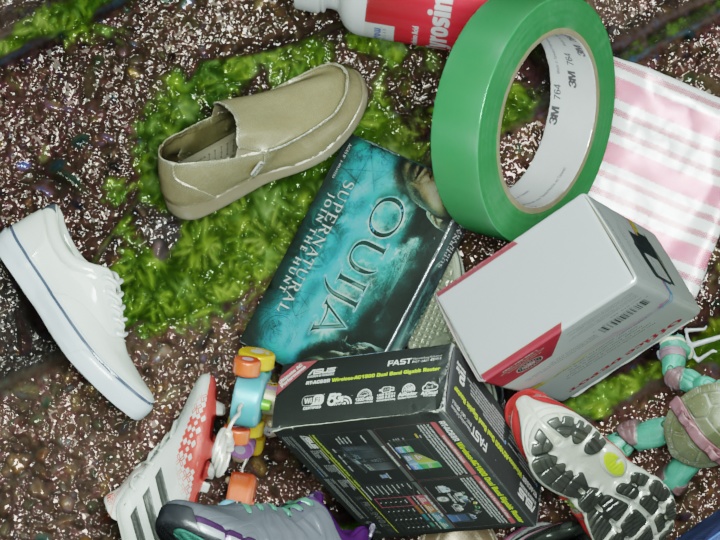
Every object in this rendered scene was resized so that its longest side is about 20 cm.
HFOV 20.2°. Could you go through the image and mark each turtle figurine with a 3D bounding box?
[{"bbox_3d":[0.280,0.120,1.648,0.200,0.101,0.150,-38,80,21],"label":"turtle figurine"}]

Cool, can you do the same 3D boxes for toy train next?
[{"bbox_3d":[-0.084,0.151,1.643,0.055,0.200,0.151,10,62,2],"label":"toy train"}]

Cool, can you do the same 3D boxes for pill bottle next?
[{"bbox_3d":[0.049,-0.245,1.691,0.198,0.112,0.113,10,86,3],"label":"pill bottle"}]

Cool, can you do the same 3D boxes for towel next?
[{"bbox_3d":[0.242,-0.067,1.714,0.145,0.030,0.201,21,87,2],"label":"towel"}]

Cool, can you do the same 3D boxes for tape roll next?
[{"bbox_3d":[0.133,-0.123,1.623,0.048,0.200,0.202,17,86,35],"label":"tape roll"}]

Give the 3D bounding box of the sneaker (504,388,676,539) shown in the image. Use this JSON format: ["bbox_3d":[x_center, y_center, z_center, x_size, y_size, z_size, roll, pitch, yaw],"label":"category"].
[{"bbox_3d":[0.183,0.159,1.614,0.077,0.085,0.200,-40,124,-1],"label":"sneaker"}]

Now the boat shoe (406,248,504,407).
[{"bbox_3d":[0.071,0.046,1.692,0.074,0.062,0.201,-25,66,15],"label":"boat shoe"}]

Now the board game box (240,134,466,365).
[{"bbox_3d":[0.000,0.000,1.680,0.135,0.028,0.201,25,86,33],"label":"board game box"}]

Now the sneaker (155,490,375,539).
[{"bbox_3d":[-0.074,0.204,1.595,0.199,0.074,0.088,31,60,-32],"label":"sneaker"}]

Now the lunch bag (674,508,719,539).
[{"bbox_3d":[0.291,0.275,1.619,0.200,0.136,0.133,-39,84,27],"label":"lunch bag"}]

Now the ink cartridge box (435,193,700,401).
[{"bbox_3d":[0.167,0.027,1.596,0.145,0.200,0.083,-35,71,15],"label":"ink cartridge box"}]

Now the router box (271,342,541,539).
[{"bbox_3d":[0.040,0.139,1.601,0.149,0.200,0.063,-7,54,25],"label":"router box"}]

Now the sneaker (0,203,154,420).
[{"bbox_3d":[-0.227,0.032,1.699,0.071,0.073,0.201,-37,86,2],"label":"sneaker"}]

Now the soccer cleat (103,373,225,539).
[{"bbox_3d":[-0.168,0.180,1.691,0.085,0.069,0.202,15,91,-1],"label":"soccer cleat"}]

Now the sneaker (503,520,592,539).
[{"bbox_3d":[0.115,0.263,1.622,0.080,0.086,0.200,44,58,-3],"label":"sneaker"}]

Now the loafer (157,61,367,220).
[{"bbox_3d":[-0.085,-0.115,1.696,0.199,0.068,0.076,-33,50,0],"label":"loafer"}]

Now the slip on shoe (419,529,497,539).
[{"bbox_3d":[0.083,0.293,1.677,0.075,0.061,0.202,2,86,2],"label":"slip on shoe"}]
